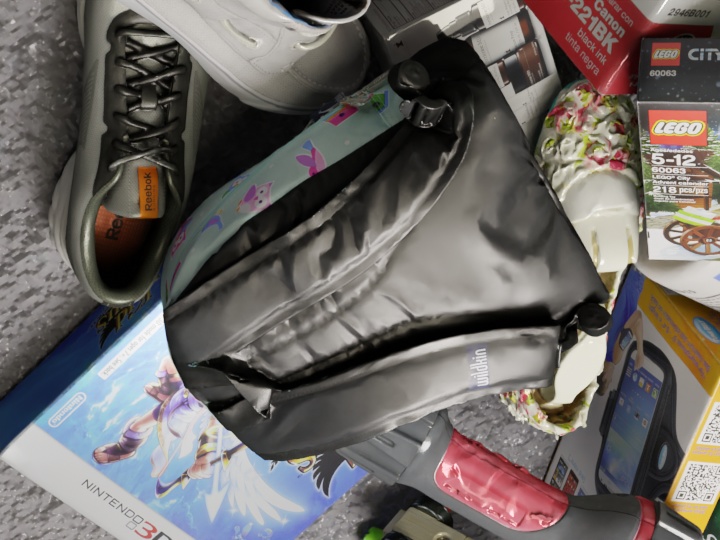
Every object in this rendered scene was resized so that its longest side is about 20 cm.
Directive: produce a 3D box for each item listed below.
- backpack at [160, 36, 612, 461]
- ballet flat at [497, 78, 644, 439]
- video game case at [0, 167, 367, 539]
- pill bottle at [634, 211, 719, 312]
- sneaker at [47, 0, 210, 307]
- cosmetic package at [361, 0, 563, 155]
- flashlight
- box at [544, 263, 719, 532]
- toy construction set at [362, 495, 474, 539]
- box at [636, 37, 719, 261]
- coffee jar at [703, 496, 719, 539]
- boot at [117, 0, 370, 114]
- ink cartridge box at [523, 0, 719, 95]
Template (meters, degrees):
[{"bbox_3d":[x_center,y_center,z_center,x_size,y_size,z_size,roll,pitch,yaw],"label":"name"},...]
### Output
[{"bbox_3d":[0.000,0.000,0.826,0.199,0.127,0.168,-31,104,4],"label":"backpack"},{"bbox_3d":[0.118,0.001,0.898,0.075,0.064,0.202,-4,121,-18],"label":"ballet flat"},{"bbox_3d":[-0.072,0.072,0.949,0.200,0.046,0.181,-43,125,9],"label":"video game case"},{"bbox_3d":[0.255,-0.015,0.967,0.199,0.114,0.114,23,111,-29],"label":"pill bottle"},{"bbox_3d":[-0.103,-0.075,0.826,0.073,0.079,0.202,3,115,-20],"label":"sneaker"},{"bbox_3d":[0.071,-0.066,0.910,0.082,0.051,0.201,-25,125,-2],"label":"cosmetic package"},{"bbox_3d":[0.085,0.118,0.922,0.199,0.068,0.068,31,89,-7],"label":"flashlight"},{"bbox_3d":[0.165,0.109,1.009,0.041,0.119,0.202,8,117,-24],"label":"box"},{"bbox_3d":[0.060,0.214,1.033,0.198,0.093,0.132,13,134,17],"label":"toy construction set"},{"bbox_3d":[0.231,-0.052,0.796,0.197,0.038,0.137,2,150,14],"label":"box"},{"bbox_3d":[0.241,0.130,1.018,0.103,0.086,0.200,17,151,-22],"label":"coffee jar"},{"bbox_3d":[-0.032,-0.117,0.778,0.199,0.095,0.074,23,82,-53],"label":"boot"},{"bbox_3d":[0.186,-0.184,0.802,0.143,0.084,0.201,-7,141,-42],"label":"ink cartridge box"}]
